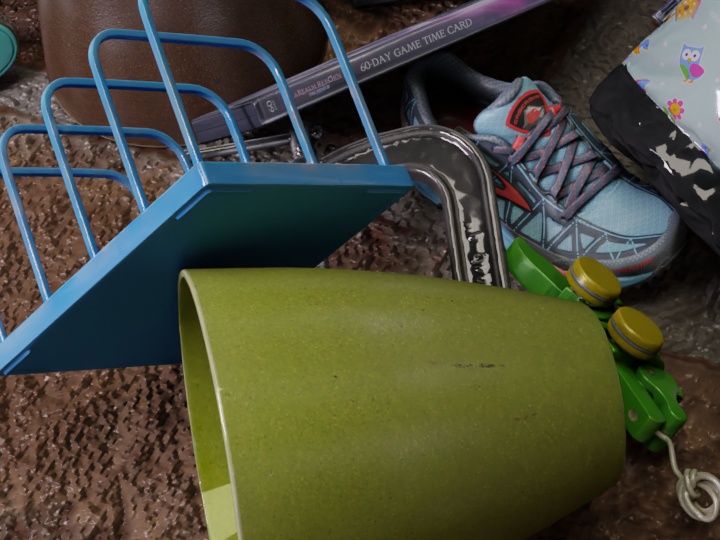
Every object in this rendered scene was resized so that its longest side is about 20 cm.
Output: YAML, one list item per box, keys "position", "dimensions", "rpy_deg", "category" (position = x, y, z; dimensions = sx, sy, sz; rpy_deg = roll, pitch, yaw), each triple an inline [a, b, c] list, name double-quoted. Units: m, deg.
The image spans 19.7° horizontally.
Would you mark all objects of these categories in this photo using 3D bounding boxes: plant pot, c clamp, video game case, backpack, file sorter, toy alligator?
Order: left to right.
- position: [-0.126, -0.212, 1.269]
  dimensions: [0.185, 0.201, 0.188]
  rpy_deg: [-5, 49, 6]
  category: "plant pot"
- position: [-0.101, -0.045, 1.079]
  dimensions: [0.138, 0.200, 0.124]
  rpy_deg: [-1, 62, -44]
  category: "file sorter"
- position: [0.000, 0.000, 1.148]
  dimensions: [0.169, 0.027, 0.202]
  rpy_deg: [-17, 67, 8]
  category: "c clamp"
- position: [0.008, -0.124, 1.222]
  dimensions: [0.199, 0.019, 0.143]
  rpy_deg: [-24, 7, -17]
  category: "video game case"
- position: [0.023, 0.078, 1.024]
  dimensions: [0.198, 0.188, 0.188]
  rpy_deg: [-9, 48, -9]
  category: "plant pot"
- position: [0.143, 0.056, 1.096]
  dimensions: [0.054, 0.059, 0.200]
  rpy_deg: [6, 38, -46]
  category: "toy alligator"
- position: [0.236, -0.107, 1.108]
  dimensions: [0.200, 0.126, 0.167]
  rpy_deg: [-46, 69, 13]
  category: "backpack"

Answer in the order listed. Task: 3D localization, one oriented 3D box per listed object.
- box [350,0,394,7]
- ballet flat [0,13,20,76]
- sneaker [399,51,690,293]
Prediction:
- position: [0.063, -0.248, 1.277]
  dimensions: [0.199, 0.106, 0.122]
  rpy_deg: [-1, 43, 50]
  category: "box"
- position: [-0.315, -0.119, 1.319]
  dimensions: [0.199, 0.068, 0.075]
  rpy_deg: [-31, 36, -13]
  category: "ballet flat"
- position: [0.095, -0.058, 1.168]
  dimensions: [0.199, 0.096, 0.079]
  rpy_deg: [28, 60, 29]
  category: "sneaker"
